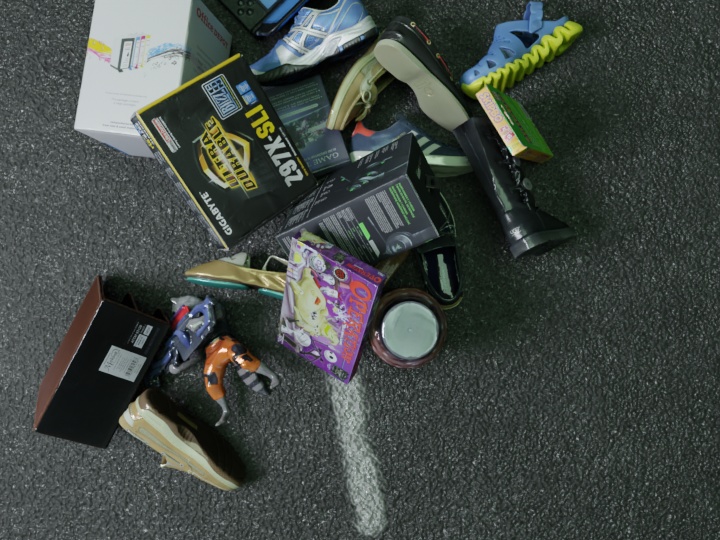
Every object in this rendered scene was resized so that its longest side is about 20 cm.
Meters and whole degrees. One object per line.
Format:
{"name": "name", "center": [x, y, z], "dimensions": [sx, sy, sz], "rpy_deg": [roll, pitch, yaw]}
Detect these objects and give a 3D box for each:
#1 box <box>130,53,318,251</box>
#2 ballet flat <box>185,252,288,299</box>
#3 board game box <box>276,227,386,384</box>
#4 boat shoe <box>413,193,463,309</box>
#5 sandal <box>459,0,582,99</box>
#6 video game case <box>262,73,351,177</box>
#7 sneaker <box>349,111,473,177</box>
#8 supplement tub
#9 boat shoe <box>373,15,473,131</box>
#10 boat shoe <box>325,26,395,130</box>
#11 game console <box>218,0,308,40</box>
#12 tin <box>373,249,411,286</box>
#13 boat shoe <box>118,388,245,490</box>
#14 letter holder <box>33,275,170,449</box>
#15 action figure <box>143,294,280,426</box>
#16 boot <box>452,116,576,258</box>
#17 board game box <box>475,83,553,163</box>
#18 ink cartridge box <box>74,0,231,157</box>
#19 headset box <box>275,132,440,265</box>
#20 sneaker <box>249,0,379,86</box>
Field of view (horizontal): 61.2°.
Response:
{"name": "box", "center": [-0.170, -0.152, 0.792], "dimensions": [0.160, 0.049, 0.200], "rpy_deg": [-39, 110, -24]}
{"name": "ballet flat", "center": [-0.154, 0.006, 0.900], "dimensions": [0.199, 0.069, 0.063], "rpy_deg": [12, 79, -8]}
{"name": "board game box", "center": [-0.043, 0.051, 0.764], "dimensions": [0.120, 0.200, 0.032], "rpy_deg": [26, 46, 11]}
{"name": "boat shoe", "center": [0.110, -0.042, 0.897], "dimensions": [0.074, 0.062, 0.201], "rpy_deg": [-13, 86, 2]}
{"name": "sandal", "center": [0.225, -0.329, 0.905], "dimensions": [0.200, 0.079, 0.087], "rpy_deg": [-34, 84, -9]}
{"name": "video game case", "center": [-0.110, -0.222, 0.903], "dimensions": [0.142, 0.019, 0.201], "rpy_deg": [-19, 74, 0]}
{"name": "sneaker", "center": [0.083, -0.188, 0.897], "dimensions": [0.199, 0.075, 0.085], "rpy_deg": [4, 84, -2]}
{"name": "supplement tub", "center": [0.059, 0.075, 0.822], "dimensions": [0.106, 0.200, 0.107], "rpy_deg": [0, 88, 1]}
{"name": "boat shoe", "center": [0.104, -0.274, 0.870], "dimensions": [0.201, 0.074, 0.063], "rpy_deg": [39, 70, -33]}
{"name": "boat shoe", "center": [0.019, -0.271, 0.882], "dimensions": [0.063, 0.073, 0.201], "rpy_deg": [33, 62, 0]}
{"name": "game console", "center": [-0.110, -0.447, 0.887], "dimensions": [0.200, 0.118, 0.171], "rpy_deg": [-44, 88, -2]}
{"name": "tin", "center": [0.000, 0.000, 0.857], "dimensions": [0.042, 0.112, 0.200], "rpy_deg": [48, 69, -24]}
{"name": "boat shoe", "center": [-0.256, 0.255, 0.873], "dimensions": [0.076, 0.072, 0.200], "rpy_deg": [-41, 104, 7]}
{"name": "letter holder", "center": [-0.377, 0.126, 0.883], "dimensions": [0.100, 0.142, 0.201], "rpy_deg": [27, 92, -31]}
{"name": "action figure", "center": [-0.226, 0.125, 0.895], "dimensions": [0.200, 0.105, 0.194], "rpy_deg": [-38, 81, 28]}
{"name": "boot", "center": [0.223, -0.121, 0.871], "dimensions": [0.066, 0.165, 0.201], "rpy_deg": [-33, 75, 31]}
{"name": "board game box", "center": [0.214, -0.197, 0.835], "dimensions": [0.030, 0.200, 0.096], "rpy_deg": [-33, 80, 24]}
{"name": "ink cartridge box", "center": [-0.285, -0.270, 0.860], "dimensions": [0.144, 0.147, 0.201], "rpy_deg": [8, 88, 9]}
{"name": "headset box", "center": [0.010, -0.085, 0.808], "dimensions": [0.199, 0.174, 0.093], "rpy_deg": [-24, 113, 18]}
{"name": "sneaker", "center": [-0.076, -0.321, 0.860], "dimensions": [0.199, 0.076, 0.077], "rpy_deg": [-22, 98, 12]}
